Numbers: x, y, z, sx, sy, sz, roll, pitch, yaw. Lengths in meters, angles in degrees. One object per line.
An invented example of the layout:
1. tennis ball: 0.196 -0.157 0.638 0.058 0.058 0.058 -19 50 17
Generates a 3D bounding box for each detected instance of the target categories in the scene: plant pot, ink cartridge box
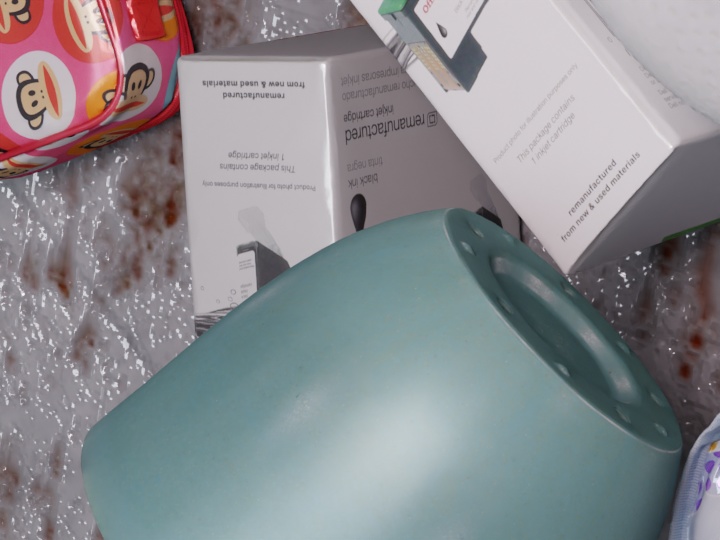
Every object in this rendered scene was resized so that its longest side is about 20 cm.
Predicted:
1. plant pot: 0.022 0.074 1.121 0.161 0.200 0.201 -46 71 15
2. ink cartridge box: 0.000 0.000 1.298 0.083 0.144 0.201 4 102 35
3. ink cartridge box: 0.085 -0.112 1.215 0.200 0.146 0.084 53 129 17

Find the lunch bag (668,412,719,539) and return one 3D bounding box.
1. lunch bag: 0.202 0.121 1.158 0.127 0.169 0.201 12 104 35

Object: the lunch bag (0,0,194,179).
1. lunch bag: -0.162 -0.152 1.426 0.176 0.082 0.201 -18 87 36

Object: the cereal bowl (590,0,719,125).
1. cereal bowl: 0.152 -0.119 1.137 0.200 0.200 0.083 56 133 14
